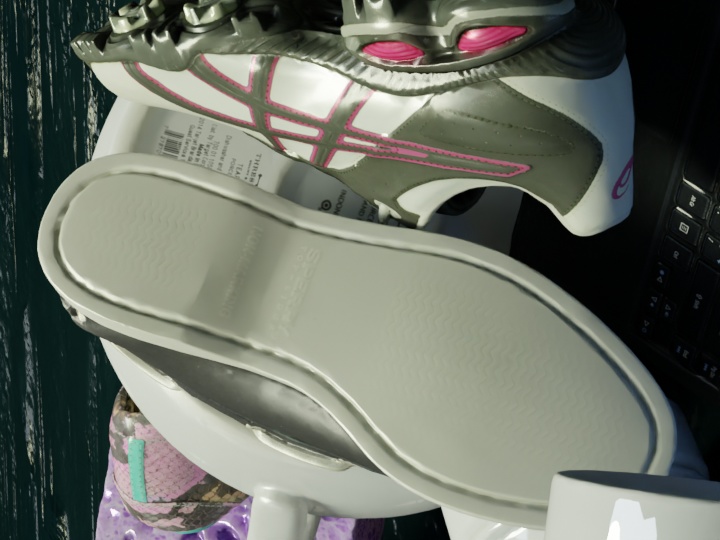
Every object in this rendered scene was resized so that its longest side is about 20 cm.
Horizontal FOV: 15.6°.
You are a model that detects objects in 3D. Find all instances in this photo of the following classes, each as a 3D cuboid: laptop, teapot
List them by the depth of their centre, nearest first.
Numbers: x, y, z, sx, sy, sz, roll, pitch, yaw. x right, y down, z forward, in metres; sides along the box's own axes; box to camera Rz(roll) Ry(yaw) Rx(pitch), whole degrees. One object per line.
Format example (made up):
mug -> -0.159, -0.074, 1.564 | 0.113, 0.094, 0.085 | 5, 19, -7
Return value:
laptop -> 0.104, 0.002, 0.695 | 0.200, 0.103, 0.178 | 35, 135, 25
teapot -> 0.000, 0.000, 0.898 | 0.198, 0.199, 0.146 | 60, 174, 12

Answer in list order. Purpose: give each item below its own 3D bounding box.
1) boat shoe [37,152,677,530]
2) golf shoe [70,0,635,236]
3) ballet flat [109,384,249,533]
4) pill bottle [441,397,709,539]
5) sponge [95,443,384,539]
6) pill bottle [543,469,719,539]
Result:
boat shoe -> -0.001, 0.026, 0.772 | 0.060, 0.199, 0.074 | 65, -134, -68
golf shoe -> -0.007, -0.051, 0.771 | 0.199, 0.077, 0.088 | 5, 122, 45
ballet flat -> -0.032, 0.012, 0.993 | 0.069, 0.200, 0.071 | 17, 137, 22
pill bottle -> 0.090, 0.142, 0.778 | 0.112, 0.112, 0.201 | 114, 144, -54
sponge -> -0.058, 0.163, 0.978 | 0.030, 0.111, 0.201 | 40, -123, -60
pill bottle -> 0.078, 0.153, 0.636 | 0.113, 0.112, 0.201 | -175, 92, -69
